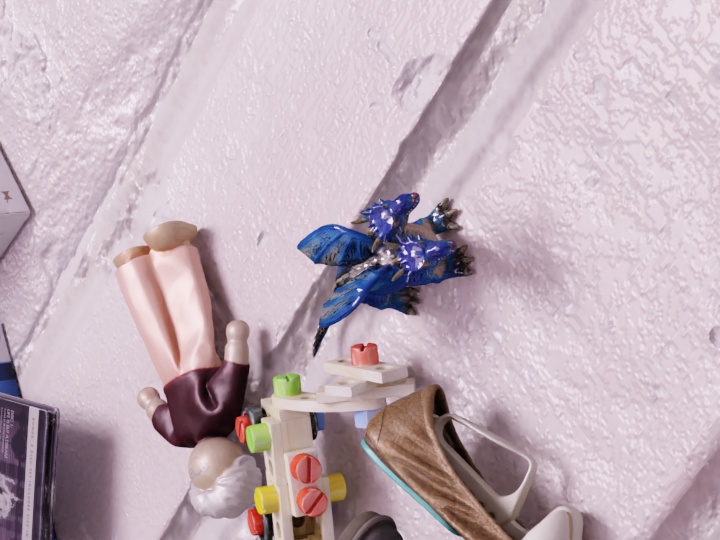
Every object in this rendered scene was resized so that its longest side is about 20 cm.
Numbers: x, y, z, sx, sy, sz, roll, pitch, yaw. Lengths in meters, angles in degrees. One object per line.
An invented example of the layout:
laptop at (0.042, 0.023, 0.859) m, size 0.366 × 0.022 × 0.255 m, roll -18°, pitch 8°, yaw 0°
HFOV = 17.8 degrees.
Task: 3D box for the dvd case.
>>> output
dvd case at (-0.297, 0.159, 1.720) m, size 0.199 × 0.016 × 0.150 m, roll 11°, pitch 100°, yaw 42°

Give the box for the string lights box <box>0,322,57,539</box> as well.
string lights box at (-0.301, 0.152, 1.777) m, size 0.103 × 0.059 × 0.201 m, roll -26°, pitch 76°, yaw 45°

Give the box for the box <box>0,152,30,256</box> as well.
box at (-0.373, -0.021, 1.764) m, size 0.200 × 0.152 × 0.107 m, roll -49°, pitch 60°, yaw 38°

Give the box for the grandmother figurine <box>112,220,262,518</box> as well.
grandmother figurine at (-0.116, 0.075, 1.571) m, size 0.121 × 0.060 × 0.201 m, roll -40°, pitch 63°, yaw 51°

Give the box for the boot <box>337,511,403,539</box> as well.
boot at (0.064, 0.247, 1.317) m, size 0.199 × 0.072 × 0.183 m, roll 12°, pitch 98°, yaw 35°

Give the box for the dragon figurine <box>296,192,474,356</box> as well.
dragon figurine at (0.000, 0.000, 1.404) m, size 0.200 × 0.099 × 0.059 m, roll -27°, pitch 75°, yaw 45°

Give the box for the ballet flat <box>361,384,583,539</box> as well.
ballet flat at (0.085, 0.146, 1.358) m, size 0.072 × 0.068 × 0.200 m, roll -44°, pitch 69°, yaw 9°

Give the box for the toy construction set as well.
toy construction set at (-0.025, 0.141, 1.455) m, size 0.131 × 0.092 × 0.201 m, roll -160°, pitch 77°, yaw -70°
